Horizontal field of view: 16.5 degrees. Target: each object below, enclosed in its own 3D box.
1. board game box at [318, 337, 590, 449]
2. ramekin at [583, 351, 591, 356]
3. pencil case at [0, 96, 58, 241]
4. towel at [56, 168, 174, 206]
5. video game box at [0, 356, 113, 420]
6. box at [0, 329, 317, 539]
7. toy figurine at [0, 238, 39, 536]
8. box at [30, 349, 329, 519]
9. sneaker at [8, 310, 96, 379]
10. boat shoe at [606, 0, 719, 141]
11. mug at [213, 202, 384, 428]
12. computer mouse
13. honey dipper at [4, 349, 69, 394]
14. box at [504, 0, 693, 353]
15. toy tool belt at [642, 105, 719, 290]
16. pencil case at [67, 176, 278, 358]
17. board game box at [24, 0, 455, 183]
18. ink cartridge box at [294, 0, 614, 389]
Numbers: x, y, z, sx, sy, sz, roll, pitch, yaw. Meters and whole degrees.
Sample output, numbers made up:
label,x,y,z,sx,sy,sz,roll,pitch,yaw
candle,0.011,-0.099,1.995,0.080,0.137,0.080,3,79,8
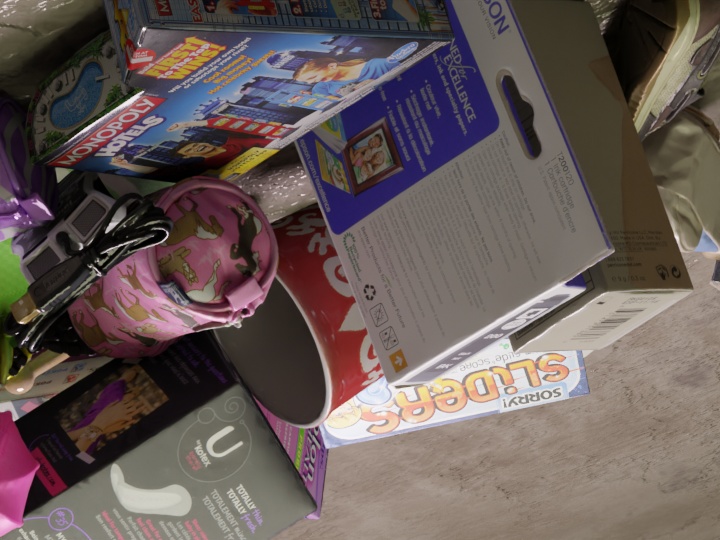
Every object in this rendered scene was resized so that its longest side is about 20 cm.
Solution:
label,x,y,z,sx,sy,sz,roll,pitch,yaw
board game box,0.056,0.052,1.778,0.200,0.034,0.136,-13,132,4
ramekin,0.094,0.028,1.897,0.200,0.098,0.200,-15,161,-5
pencil case,-0.271,-0.029,1.430,0.200,0.086,0.084,-25,128,14
towel,-0.219,-0.040,1.545,0.200,0.023,0.153,-21,161,14
video game box,-0.190,0.156,1.762,0.182,0.200,0.047,-8,-150,27
box,-0.150,0.140,1.594,0.200,0.106,0.122,-31,123,-4
toy figurine,-0.256,0.098,1.511,0.150,0.184,0.200,2,141,-16
box,-0.136,0.121,1.874,0.176,0.097,0.200,3,168,17
sneaker,-0.208,0.014,1.647,0.200,0.085,0.078,-18,117,12
boat shoe,0.191,-0.127,1.580,0.066,0.072,0.201,-6,155,-15
mug,0.000,-0.009,1.655,0.200,0.177,0.134,-29,129,-28
computer mouse,-0.159,-0.014,1.421,0.110,0.044,0.200,-45,-165,3
honey dipper,-0.157,0.025,1.688,0.200,0.038,0.038,-30,163,-8
box,0.116,-0.059,1.503,0.078,0.200,0.095,-1,157,-40
toy tool belt,0.198,-0.058,1.757,0.123,0.125,0.200,10,169,24
pencil case,-0.118,0.002,1.506,0.083,0.087,0.200,19,165,-19
board game box,-0.088,-0.121,1.364,0.200,0.062,0.200,-30,157,34
ink cartridge box,0.056,-0.059,1.458,0.043,0.198,0.200,-8,162,-45
